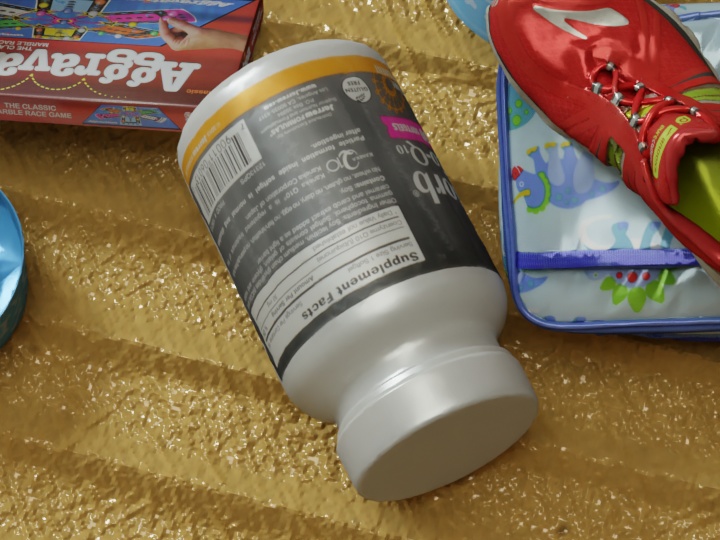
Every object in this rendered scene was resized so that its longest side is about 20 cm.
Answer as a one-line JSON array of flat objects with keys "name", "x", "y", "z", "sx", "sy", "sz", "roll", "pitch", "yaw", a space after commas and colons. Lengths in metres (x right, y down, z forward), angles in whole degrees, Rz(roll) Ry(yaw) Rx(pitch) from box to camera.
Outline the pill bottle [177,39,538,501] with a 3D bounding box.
[{"name": "pill bottle", "x": 0.000, "y": 0.000, "z": 1.167, "sx": 0.116, "sy": 0.116, "sz": 0.200, "roll": -26, "pitch": 67, "yaw": -2}]

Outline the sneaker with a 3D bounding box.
[{"name": "sneaker", "x": 0.136, "y": -0.064, "z": 1.080, "sx": 0.200, "sy": 0.085, "sz": 0.077, "roll": 43, "pitch": 97, "yaw": 7}]

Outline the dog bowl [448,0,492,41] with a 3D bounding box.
[{"name": "dog bowl", "x": 0.078, "y": -0.207, "z": 1.252, "sx": 0.111, "sy": 0.050, "sz": 0.201, "roll": -19, "pitch": 72, "yaw": -14}]

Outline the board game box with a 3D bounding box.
[{"name": "board game box", "x": -0.156, "y": -0.113, "z": 1.258, "sx": 0.199, "sy": 0.019, "sz": 0.103, "roll": 4, "pitch": 42, "yaw": 7}]

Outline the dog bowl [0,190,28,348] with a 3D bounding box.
[{"name": "dog bowl", "x": -0.251, "y": -0.019, "z": 1.251, "sx": 0.200, "sy": 0.050, "sz": 0.112, "roll": 34, "pitch": 77, "yaw": 20}]

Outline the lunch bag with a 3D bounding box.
[{"name": "lunch bag", "x": 0.165, "y": -0.044, "z": 1.160, "sx": 0.199, "sy": 0.082, "sz": 0.162, "roll": 1, "pitch": 91, "yaw": 10}]
